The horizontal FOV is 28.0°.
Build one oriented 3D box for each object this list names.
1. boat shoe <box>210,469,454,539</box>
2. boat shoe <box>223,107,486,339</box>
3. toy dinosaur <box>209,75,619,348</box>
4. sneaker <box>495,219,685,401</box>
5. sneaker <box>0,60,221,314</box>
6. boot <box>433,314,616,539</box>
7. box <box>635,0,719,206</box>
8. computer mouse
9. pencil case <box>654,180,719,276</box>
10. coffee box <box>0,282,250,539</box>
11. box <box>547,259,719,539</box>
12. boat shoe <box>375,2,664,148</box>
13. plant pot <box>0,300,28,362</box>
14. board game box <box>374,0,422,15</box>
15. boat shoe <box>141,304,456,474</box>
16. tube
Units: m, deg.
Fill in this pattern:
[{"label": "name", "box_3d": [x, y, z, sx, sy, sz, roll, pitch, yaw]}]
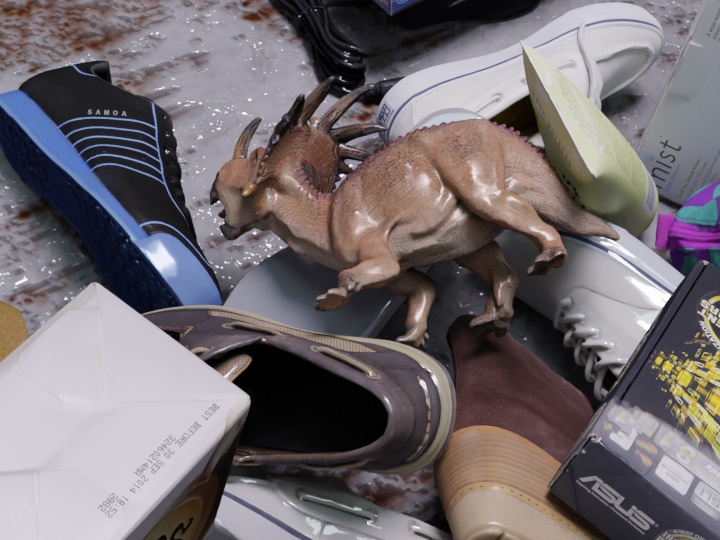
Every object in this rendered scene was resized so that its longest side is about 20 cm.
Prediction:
[{"label": "boat shoe", "box_3d": [-0.023, 0.125, 0.663, 0.198, 0.072, 0.066, 19, 45, 1]}, {"label": "boat shoe", "box_3d": [0.000, 0.000, 0.770, 0.071, 0.070, 0.200, 39, 78, 16]}, {"label": "toy dinosaur", "box_3d": [0.027, -0.039, 0.704, 0.198, 0.086, 0.137, -11, 63, -6]}, {"label": "sneaker", "box_3d": [0.141, 0.032, 0.770, 0.199, 0.073, 0.071, 29, 51, 20]}, {"label": "sneaker", "box_3d": [-0.121, -0.048, 0.776, 0.078, 0.070, 0.200, -29, 58, -25]}, {"label": "boot", "box_3d": [0.122, 0.114, 0.703, 0.199, 0.072, 0.167, 34, 28, -16]}, {"label": "box", "box_3d": [0.274, -0.109, 0.841, 0.175, 0.201, 0.097, 26, 49, 10]}, {"label": "computer mouse", "box_3d": [0.048, -0.177, 0.943, 0.198, 0.046, 0.141, -9, 53, -20]}, {"label": "pencil case", "box_3d": [0.225, -0.016, 0.754, 0.092, 0.200, 0.086, 7, 87, -4]}, {"label": "coffee box", "box_3d": [-0.120, 0.116, 0.560, 0.080, 0.201, 0.113, 35, 51, 12]}, {"label": "box", "box_3d": [0.201, 0.103, 0.657, 0.200, 0.049, 0.161, 38, 44, 8]}, {"label": "boat shoe", "box_3d": [0.115, -0.099, 0.872, 0.201, 0.075, 0.086, -19, 52, -23]}, {"label": "plant pot", "box_3d": [-0.248, 0.054, 0.612, 0.198, 0.187, 0.187, 6, 49, -25]}, {"label": "board game box", "box_3d": [0.029, -0.262, 0.958, 0.199, 0.062, 0.199, -30, 45, -29]}, {"label": "boat shoe", "box_3d": [-0.057, 0.052, 0.658, 0.198, 0.073, 0.075, 1, 84, 21]}, {"label": "tube", "box_3d": [0.122, -0.060, 0.775, 0.058, 0.200, 0.052, 21, 86, 20]}]
